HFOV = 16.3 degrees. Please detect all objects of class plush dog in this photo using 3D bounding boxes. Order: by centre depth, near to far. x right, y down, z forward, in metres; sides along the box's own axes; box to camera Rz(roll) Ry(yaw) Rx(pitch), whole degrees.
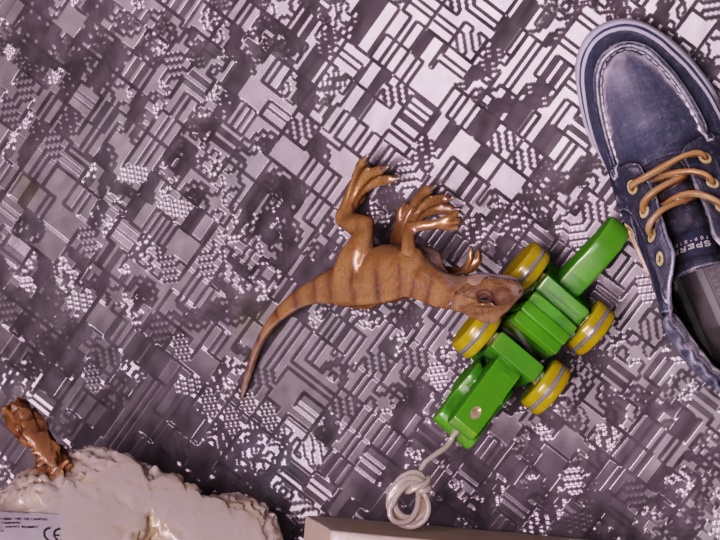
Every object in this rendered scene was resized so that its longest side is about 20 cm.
[{"bbox_3d":[-0.167,0.166,1.341,0.161,0.200,0.172,49,139,3],"label":"plush dog"}]

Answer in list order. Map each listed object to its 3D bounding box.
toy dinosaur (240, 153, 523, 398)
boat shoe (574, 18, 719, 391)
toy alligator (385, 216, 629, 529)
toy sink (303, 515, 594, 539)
[{"bbox_3d":[0.000,0.000,1.344,0.199,0.060,0.107,-10,53,45],"label":"toy dinosaur"},{"bbox_3d":[0.167,-0.035,1.296,0.070,0.091,0.201,-25,93,12],"label":"boat shoe"},{"bbox_3d":[0.072,0.053,1.329,0.059,0.054,0.200,39,80,-5],"label":"toy alligator"},{"bbox_3d":[0.068,0.203,1.302,0.198,0.112,0.132,7,88,-9],"label":"toy sink"}]
